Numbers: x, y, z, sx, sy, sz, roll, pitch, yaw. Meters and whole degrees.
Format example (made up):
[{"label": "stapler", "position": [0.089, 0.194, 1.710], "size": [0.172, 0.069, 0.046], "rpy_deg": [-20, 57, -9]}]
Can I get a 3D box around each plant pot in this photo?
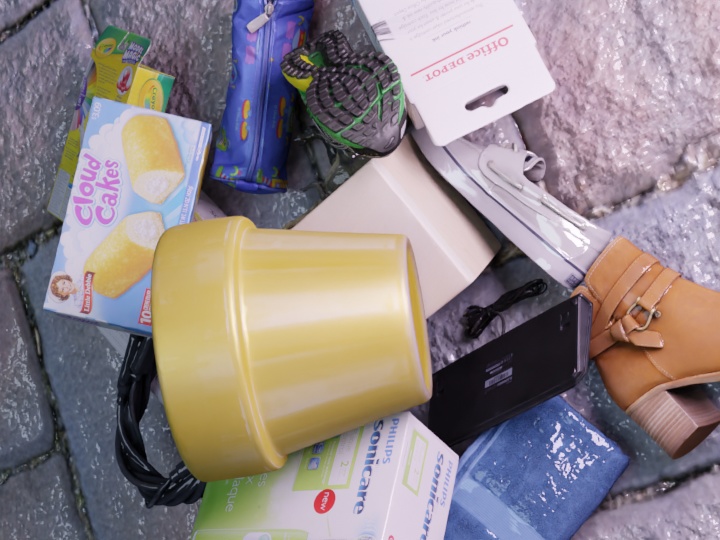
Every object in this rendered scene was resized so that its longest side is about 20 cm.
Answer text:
[{"label": "plant pot", "position": [-0.045, 0.051, 1.108], "size": [0.186, 0.201, 0.203], "rpy_deg": [-8, 88, 6]}]

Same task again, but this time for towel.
[{"label": "towel", "position": [0.119, 0.192, 1.164], "size": [0.111, 0.049, 0.200], "rpy_deg": [40, 85, 24]}]

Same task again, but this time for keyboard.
[{"label": "keyboard", "position": [0.121, 0.069, 1.181], "size": [0.199, 0.020, 0.128], "rpy_deg": [-33, 42, 48]}]

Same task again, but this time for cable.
[{"label": "cable", "position": [-0.167, 0.138, 1.370], "size": [0.162, 0.051, 0.202], "rpy_deg": [22, 102, 26]}]

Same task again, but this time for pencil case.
[{"label": "pencil case", "position": [-0.092, -0.170, 1.322], "size": [0.077, 0.087, 0.203], "rpy_deg": [8, 100, 0]}]

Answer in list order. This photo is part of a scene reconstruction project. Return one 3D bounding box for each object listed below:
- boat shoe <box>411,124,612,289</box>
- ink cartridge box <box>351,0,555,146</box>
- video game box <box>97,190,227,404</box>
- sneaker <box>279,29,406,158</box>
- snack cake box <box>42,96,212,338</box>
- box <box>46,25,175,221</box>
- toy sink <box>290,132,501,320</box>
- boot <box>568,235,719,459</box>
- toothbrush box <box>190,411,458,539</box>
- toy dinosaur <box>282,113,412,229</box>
[{"label": "boat shoe", "position": [0.125, -0.072, 1.185], "size": [0.066, 0.072, 0.200], "rpy_deg": [-49, 60, 11]}, {"label": "ink cartridge box", "position": [0.069, -0.200, 1.187], "size": [0.115, 0.067, 0.202], "rpy_deg": [-25, 76, -1]}, {"label": "video game box", "position": [-0.181, 0.021, 1.420], "size": [0.200, 0.047, 0.183], "rpy_deg": [45, 119, 24]}, {"label": "sneaker", "position": [-0.001, -0.135, 1.181], "size": [0.078, 0.086, 0.200], "rpy_deg": [-32, 28, 0]}, {"label": "snack cake box", "position": [-0.213, -0.046, 1.323], "size": [0.114, 0.067, 0.202], "rpy_deg": [12, 82, -4]}, {"label": "box", "position": [-0.247, -0.138, 1.426], "size": [0.117, 0.048, 0.202], "rpy_deg": [28, 104, 52]}, {"label": "toy sink", "position": [0.000, 0.000, 1.233], "size": [0.200, 0.112, 0.131], "rpy_deg": [-41, 91, 27]}, {"label": "boot", "position": [0.251, 0.027, 1.101], "size": [0.200, 0.073, 0.155], "rpy_deg": [-49, 62, 24]}, {"label": "toothbrush box", "position": [-0.034, 0.204, 1.163], "size": [0.198, 0.086, 0.147], "rpy_deg": [-7, 54, 35]}, {"label": "toy dinosaur", "position": [-0.013, -0.113, 1.297], "size": [0.200, 0.047, 0.088], "rpy_deg": [-48, 70, 23]}]
